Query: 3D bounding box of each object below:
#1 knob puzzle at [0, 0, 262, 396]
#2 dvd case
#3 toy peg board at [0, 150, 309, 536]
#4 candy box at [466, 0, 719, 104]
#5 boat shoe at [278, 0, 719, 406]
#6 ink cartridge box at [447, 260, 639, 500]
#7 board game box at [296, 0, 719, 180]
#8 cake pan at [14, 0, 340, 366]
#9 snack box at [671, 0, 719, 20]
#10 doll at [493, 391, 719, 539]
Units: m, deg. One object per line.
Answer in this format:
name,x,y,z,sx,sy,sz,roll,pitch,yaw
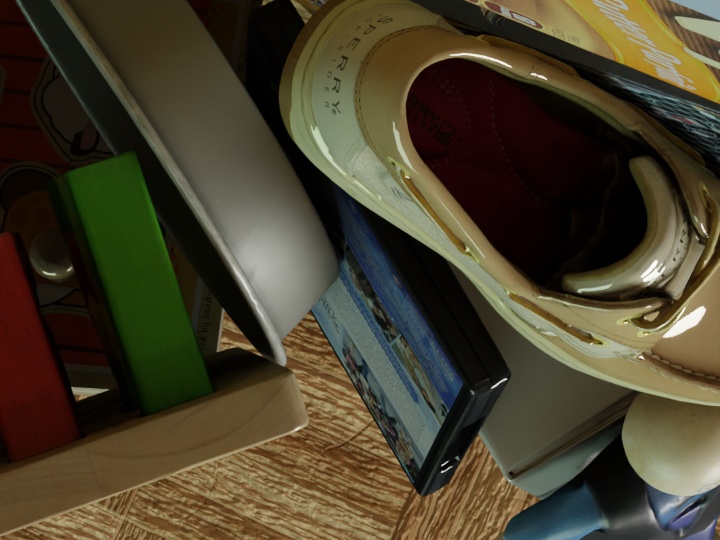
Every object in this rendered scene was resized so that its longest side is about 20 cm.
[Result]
knob puzzle,-0.146,-0.046,0.946,0.219,0.220,0.030,24,162,9
dvd case,0.000,0.000,0.844,0.143,0.018,0.200,59,169,11
toy peg board,-0.135,0.032,0.803,0.198,0.098,0.200,-19,-178,-7
candy box,0.075,-0.072,0.493,0.199,0.055,0.115,24,176,9
boat shoe,0.068,-0.010,0.694,0.200,0.074,0.066,27,180,-27
ink cartridge box,0.067,0.010,0.949,0.147,0.083,0.200,59,-175,14
board game box,0.073,-0.064,0.744,0.199,0.035,0.135,23,175,25
cake pan,-0.069,-0.059,0.815,0.201,0.037,0.200,55,174,9
snack box,0.069,-0.082,0.330,0.168,0.068,0.200,24,177,12
doll,0.108,0.077,0.859,0.049,0.136,0.200,58,172,19
